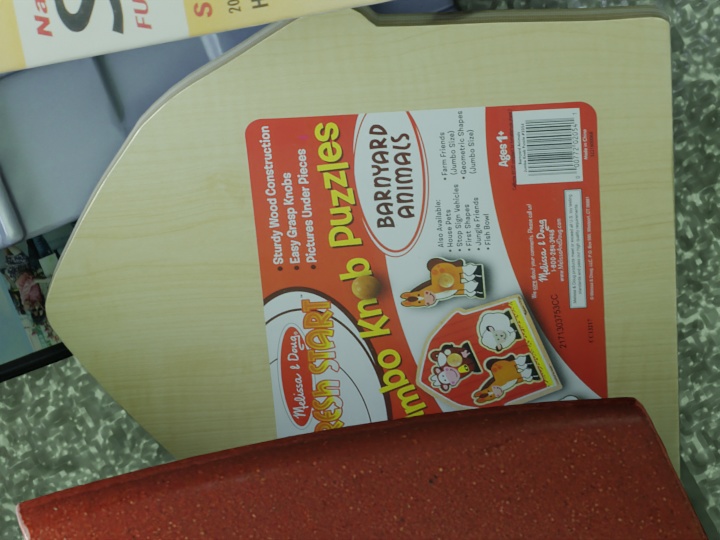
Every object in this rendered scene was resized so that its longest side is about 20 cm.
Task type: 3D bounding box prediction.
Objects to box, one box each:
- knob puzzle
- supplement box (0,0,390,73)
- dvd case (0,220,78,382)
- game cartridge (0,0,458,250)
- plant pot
[{"bbox_3d":[0.000,0.000,0.902,0.220,0.030,0.220,1,120,2],"label":"knob puzzle"},{"bbox_3d":[-0.054,-0.131,0.807,0.200,0.074,0.126,-12,104,-4],"label":"supplement box"},{"bbox_3d":[-0.148,-0.058,0.917,0.143,0.018,0.200,-21,94,-15],"label":"dvd case"},{"bbox_3d":[-0.076,-0.091,0.909,0.200,0.038,0.130,-22,99,-13],"label":"game cartridge"},{"bbox_3d":[0.030,0.145,0.832,0.176,0.200,0.200,-23,72,-3],"label":"plant pot"}]
